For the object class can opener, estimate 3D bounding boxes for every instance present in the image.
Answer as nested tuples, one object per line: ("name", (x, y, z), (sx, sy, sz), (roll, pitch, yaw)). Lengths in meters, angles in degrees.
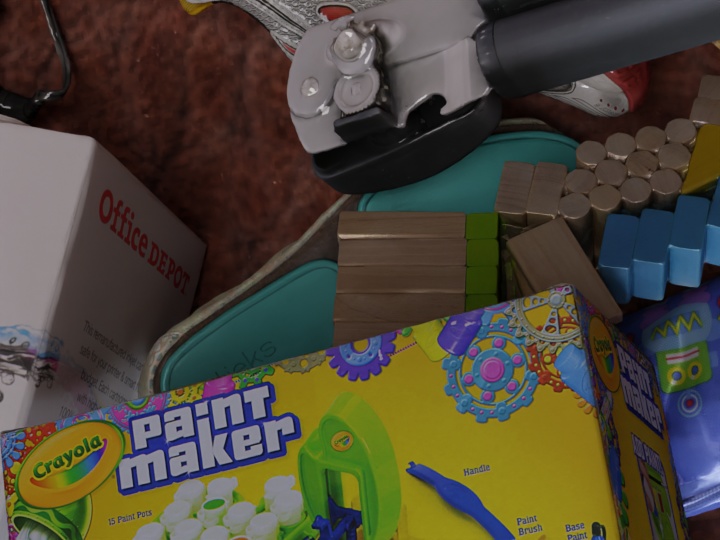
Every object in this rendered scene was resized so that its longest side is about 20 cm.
("can opener", (0.062, -0.082, 0.676), (0.199, 0.066, 0.053), (-17, 60, 29))

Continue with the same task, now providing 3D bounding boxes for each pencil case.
("pencil case", (0.173, 0.031, 0.702), (0.199, 0.087, 0.078), (-20, 129, 20))

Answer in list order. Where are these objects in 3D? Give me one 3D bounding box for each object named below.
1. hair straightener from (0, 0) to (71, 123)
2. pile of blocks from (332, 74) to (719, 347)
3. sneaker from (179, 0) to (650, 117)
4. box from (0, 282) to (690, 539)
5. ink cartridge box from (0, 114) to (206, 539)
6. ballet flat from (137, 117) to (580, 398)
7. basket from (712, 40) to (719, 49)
("hair straightener", (-0.208, -0.115, 0.835), (0.199, 0.041, 0.077), (20, 102, 15))
("pile of blocks", (0.082, -0.001, 0.710), (0.199, 0.062, 0.082), (-21, 56, -6))
("sneaker", (0.018, -0.104, 0.754), (0.199, 0.078, 0.083), (25, 124, 14))
("box", (0.007, 0.131, 0.636), (0.199, 0.122, 0.194), (-15, 71, 17))
("ink cartridge box", (-0.165, 0.052, 0.752), (0.144, 0.147, 0.201), (11, 77, 15))
("ballet flat", (0.000, 0.000, 0.763), (0.199, 0.062, 0.068), (-29, 96, -7))
("basket", (0.195, -0.147, 0.644), (0.148, 0.143, 0.201), (26, 103, 13))
